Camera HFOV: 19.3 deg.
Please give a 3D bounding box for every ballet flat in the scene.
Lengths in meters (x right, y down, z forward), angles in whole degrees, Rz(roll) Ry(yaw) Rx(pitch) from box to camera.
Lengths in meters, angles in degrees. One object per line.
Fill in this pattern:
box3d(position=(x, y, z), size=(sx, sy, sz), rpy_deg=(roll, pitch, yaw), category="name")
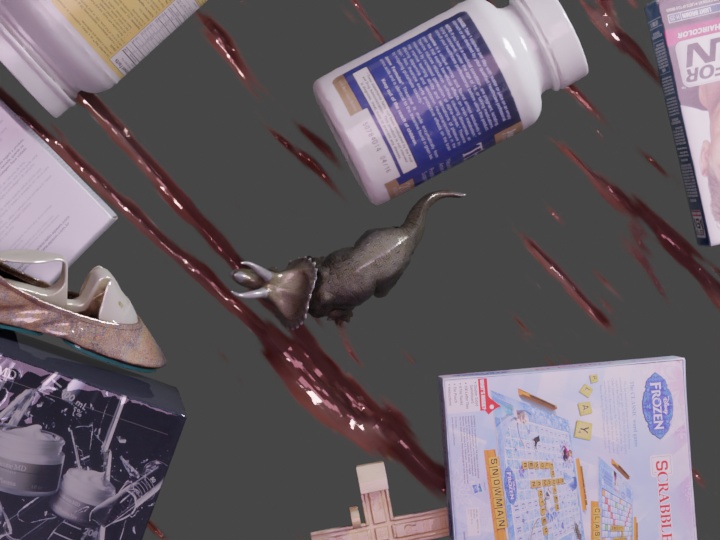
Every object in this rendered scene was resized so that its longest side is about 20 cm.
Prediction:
box3d(position=(-0.228, 0.025, 1.641), size=(0.199, 0.068, 0.068), rpy_deg=(18, 102, -32), category="ballet flat")

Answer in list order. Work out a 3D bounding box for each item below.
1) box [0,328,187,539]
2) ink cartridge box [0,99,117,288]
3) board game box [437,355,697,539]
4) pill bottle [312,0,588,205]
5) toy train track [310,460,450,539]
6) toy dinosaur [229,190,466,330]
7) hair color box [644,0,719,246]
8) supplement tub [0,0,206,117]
box3d(position=(-0.259, 0.153, 1.634), size=(0.199, 0.104, 0.183), rpy_deg=(19, 95, -12), category="box")
box3d(position=(-0.330, -0.041, 1.679), size=(0.200, 0.041, 0.200), rpy_deg=(-45, 94, 0), category="ink cartridge box")
box3d(position=(0.168, 0.176, 1.703), size=(0.198, 0.041, 0.202), rpy_deg=(-4, 92, -4), category="board game box")
box3d(position=(0.072, -0.143, 1.658), size=(0.199, 0.111, 0.112), rpy_deg=(-28, 92, -1), category="pill bottle")
box3d(position=(0.026, 0.256, 1.705), size=(0.114, 0.033, 0.202), rpy_deg=(-11, 93, -2), category="toy train track")
box3d(position=(0.000, 0.000, 1.664), size=(0.199, 0.102, 0.077), rpy_deg=(-20, 92, -1), category="toy dinosaur")
box3d(position=(0.299, -0.127, 1.693), size=(0.099, 0.061, 0.201), rpy_deg=(-13, 93, -1), category="hair color box")
box3d(position=(-0.201, -0.229, 1.629), size=(0.200, 0.145, 0.146), rpy_deg=(-42, 93, 0), category="supplement tub")
